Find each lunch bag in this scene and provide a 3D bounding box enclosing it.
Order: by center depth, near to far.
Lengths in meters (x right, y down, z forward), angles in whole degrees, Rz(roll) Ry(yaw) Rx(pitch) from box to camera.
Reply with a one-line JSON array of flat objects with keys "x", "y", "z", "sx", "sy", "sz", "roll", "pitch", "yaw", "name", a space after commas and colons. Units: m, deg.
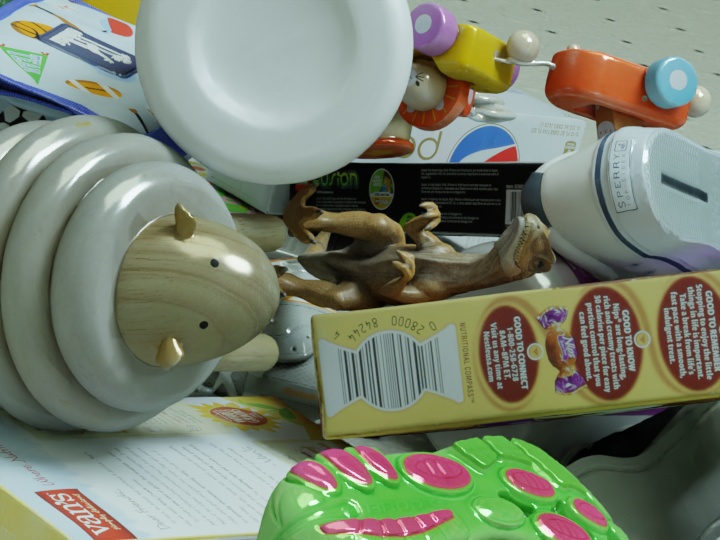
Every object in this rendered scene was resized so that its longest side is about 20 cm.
[{"x": -0.171, "y": -0.056, "z": 1.354, "sx": 0.199, "sy": 0.124, "sz": 0.170, "roll": -8, "pitch": 13, "yaw": 16, "name": "lunch bag"}]

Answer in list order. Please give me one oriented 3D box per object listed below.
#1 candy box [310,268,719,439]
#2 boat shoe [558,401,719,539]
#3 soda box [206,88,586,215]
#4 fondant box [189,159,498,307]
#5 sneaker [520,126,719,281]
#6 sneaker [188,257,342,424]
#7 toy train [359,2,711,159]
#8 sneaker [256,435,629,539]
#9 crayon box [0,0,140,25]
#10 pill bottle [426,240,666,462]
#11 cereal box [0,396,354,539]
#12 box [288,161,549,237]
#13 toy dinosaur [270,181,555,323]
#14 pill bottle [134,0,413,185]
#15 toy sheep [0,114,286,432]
[{"x": 0.086, "y": 0.035, "z": 1.234, "sx": 0.199, "sy": 0.057, "sz": 0.117, "roll": -8, "pitch": -4, "yaw": 8, "name": "candy box"}, {"x": 0.108, "y": 0.106, "z": 1.261, "sx": 0.060, "sy": 0.074, "sz": 0.200, "roll": -25, "pitch": 6, "yaw": 38, "name": "boat shoe"}, {"x": 0.021, "y": -0.064, "z": 1.555, "sx": 0.199, "sy": 0.068, "sz": 0.064, "roll": 3, "pitch": 17, "yaw": -37, "name": "soda box"}, {"x": -0.026, "y": 0.002, "z": 1.514, "sx": 0.199, "sy": 0.059, "sz": 0.144, "roll": 16, "pitch": 15, "yaw": 2, "name": "fondant box"}, {"x": 0.137, "y": -0.023, "z": 1.318, "sx": 0.071, "sy": 0.073, "sz": 0.200, "roll": -6, "pitch": -18, "yaw": 29, "name": "sneaker"}, {"x": -0.062, "y": 0.036, "z": 1.340, "sx": 0.199, "sy": 0.076, "sz": 0.092, "roll": -2, "pitch": 28, "yaw": -39, "name": "sneaker"}, {"x": 0.063, "y": -0.074, "z": 1.382, "sx": 0.150, "sy": 0.056, "sz": 0.200, "roll": 17, "pitch": -11, "yaw": -26, "name": "toy train"}, {"x": 0.030, "y": 0.113, "z": 1.120, "sx": 0.199, "sy": 0.084, "sz": 0.077, "roll": 9, "pitch": 39, "yaw": -40, "name": "sneaker"}, {"x": -0.178, "y": -0.108, "z": 1.488, "sx": 0.125, "sy": 0.201, "sz": 0.051, "roll": 25, "pitch": 19, "yaw": 34, "name": "crayon box"}, {"x": 0.130, "y": 0.043, "z": 1.405, "sx": 0.199, "sy": 0.113, "sz": 0.112, "roll": 2, "pitch": 19, "yaw": -40, "name": "pill bottle"}, {"x": -0.076, "y": 0.092, "z": 1.181, "sx": 0.199, "sy": 0.040, "sz": 0.144, "roll": 1, "pitch": 19, "yaw": -39, "name": "cereal box"}, {"x": 0.066, "y": -0.033, "z": 1.429, "sx": 0.110, "sy": 0.035, "sz": 0.200, "roll": 2, "pitch": 1, "yaw": -38, "name": "box"}, {"x": 0.000, "y": 0.000, "z": 1.278, "sx": 0.106, "sy": 0.061, "sz": 0.200, "roll": 11, "pitch": -5, "yaw": -37, "name": "toy dinosaur"}, {"x": -0.035, "y": -0.093, "z": 1.243, "sx": 0.112, "sy": 0.113, "sz": 0.200, "roll": 14, "pitch": 3, "yaw": -1, "name": "pill bottle"}, {"x": -0.114, "y": 0.001, "z": 1.168, "sx": 0.199, "sy": 0.139, "sz": 0.138, "roll": 3, "pitch": 5, "yaw": 39, "name": "toy sheep"}]
